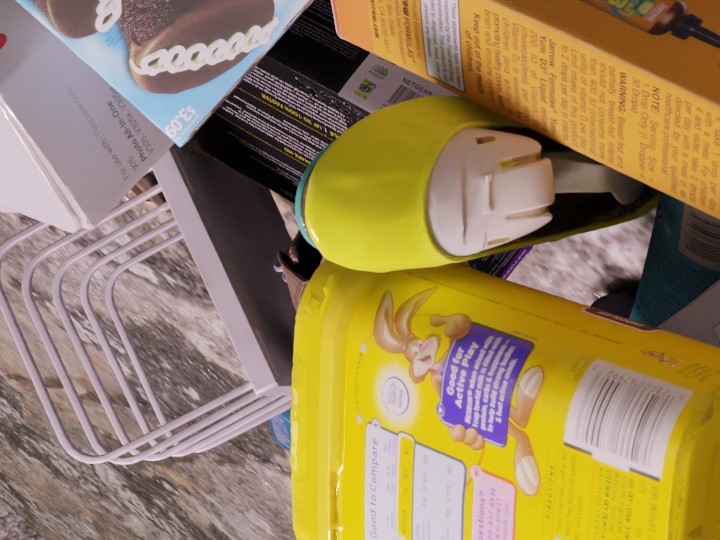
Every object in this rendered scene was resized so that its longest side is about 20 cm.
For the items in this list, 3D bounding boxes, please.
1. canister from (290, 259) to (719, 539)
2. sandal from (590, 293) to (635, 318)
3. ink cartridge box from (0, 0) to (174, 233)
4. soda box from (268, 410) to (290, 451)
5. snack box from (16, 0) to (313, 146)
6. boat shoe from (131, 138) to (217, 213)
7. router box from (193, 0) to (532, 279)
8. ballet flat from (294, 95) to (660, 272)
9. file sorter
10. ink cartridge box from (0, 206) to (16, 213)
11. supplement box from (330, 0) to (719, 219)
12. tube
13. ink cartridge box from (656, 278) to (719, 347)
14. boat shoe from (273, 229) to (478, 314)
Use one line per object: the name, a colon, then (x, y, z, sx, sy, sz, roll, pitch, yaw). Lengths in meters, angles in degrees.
canister: (0.068, 0.080, 0.717, 0.200, 0.086, 0.149, 19, 114, 45)
sandal: (0.192, 0.083, 0.924, 0.200, 0.043, 0.076, 48, 149, -10)
ink cartridge box: (-0.111, -0.125, 0.775, 0.145, 0.200, 0.088, 19, 151, 44)
soda box: (0.033, 0.129, 1.240, 0.200, 0.068, 0.064, 31, 157, 22)
snack box: (-0.040, -0.154, 0.636, 0.116, 0.200, 0.037, 41, -160, -7)
boat shoe: (-0.149, -0.104, 1.066, 0.068, 0.072, 0.200, 27, 155, 30)
router box: (-0.012, -0.077, 0.916, 0.200, 0.051, 0.149, 31, 159, 23)
ballet flat: (0.062, -0.037, 0.731, 0.067, 0.200, 0.067, 7, 101, 40)
file sorter: (-0.102, 0.028, 1.017, 0.139, 0.124, 0.200, 64, -171, 8)
ink cartridge box: (-0.150, -0.080, 0.904, 0.200, 0.109, 0.050, 0, 132, 56)
supplement box: (0.083, -0.091, 0.696, 0.200, 0.067, 0.069, 29, 149, 28)
tube: (0.151, 0.005, 0.789, 0.077, 0.050, 0.200, 46, 160, 26)
ink cartridge box: (0.137, 0.110, 0.727, 0.050, 0.200, 0.163, 13, -136, -55)
boat shoe: (0.000, 0.000, 0.897, 0.072, 0.072, 0.200, 42, 153, 0)
